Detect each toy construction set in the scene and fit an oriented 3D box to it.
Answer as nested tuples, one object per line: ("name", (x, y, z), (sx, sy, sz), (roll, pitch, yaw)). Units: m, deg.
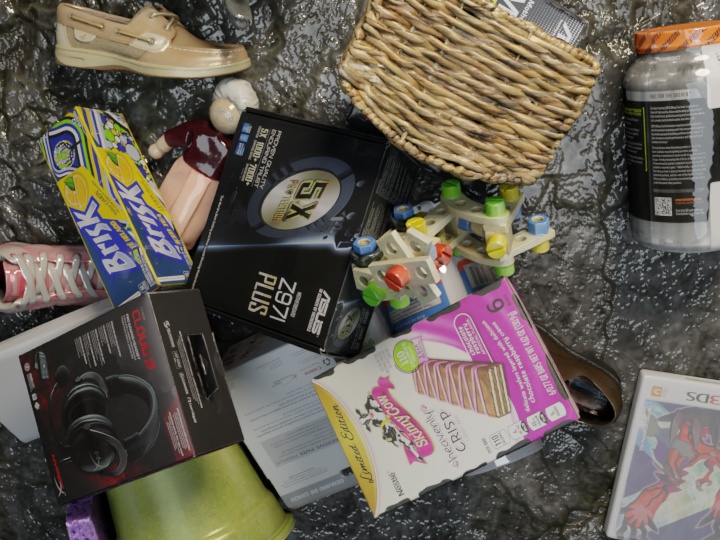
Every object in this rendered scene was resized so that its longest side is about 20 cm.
("toy construction set", (0.067, -0.016, 0.765), (0.130, 0.199, 0.093), (14, 115, 35))

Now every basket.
("basket", (0.084, -0.164, 0.781), (0.199, 0.149, 0.144), (27, 103, -6))

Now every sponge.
("sponge", (-0.286, 0.267, 0.955), (0.030, 0.200, 0.113), (-11, 107, -12))

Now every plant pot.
("plant pot", (-0.196, 0.225, 0.954), (0.199, 0.200, 0.186), (-22, 92, 10))

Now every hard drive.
("hard drive", (-0.321, 0.112, 0.977), (0.198, 0.027, 0.132), (-22, 129, 9))

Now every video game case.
("video game case", (0.379, 0.217, 0.983), (0.180, 0.023, 0.202), (8, 107, 2))

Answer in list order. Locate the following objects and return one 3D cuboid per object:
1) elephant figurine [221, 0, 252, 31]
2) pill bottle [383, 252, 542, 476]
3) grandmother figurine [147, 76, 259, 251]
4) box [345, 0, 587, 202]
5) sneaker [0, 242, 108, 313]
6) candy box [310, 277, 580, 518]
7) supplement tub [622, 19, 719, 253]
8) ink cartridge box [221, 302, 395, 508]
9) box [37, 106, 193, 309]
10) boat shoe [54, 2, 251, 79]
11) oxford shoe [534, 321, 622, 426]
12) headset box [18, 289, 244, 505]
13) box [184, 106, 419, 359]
("elephant figurine", (-0.067, -0.349, 0.806), (0.199, 0.142, 0.156), (-26, 133, -5))
("pill bottle", (0.103, 0.091, 0.873), (0.111, 0.112, 0.202), (-21, 81, 10))
("grandmother figurine", (-0.159, -0.104, 0.913), (0.120, 0.061, 0.201), (26, 109, -13))
("box", (0.100, -0.194, 0.874), (0.159, 0.044, 0.201), (29, 106, -4))
("sneaker", (-0.312, 0.009, 0.931), (0.198, 0.105, 0.076), (2, 101, 3))
("candy box", (0.074, 0.112, 0.790), (0.199, 0.061, 0.137), (-29, 80, 11))
("supplement tub", (0.311, -0.127, 0.837), (0.121, 0.123, 0.202), (-7, 106, 6))
("ink cartridge box", (-0.030, 0.134, 0.945), (0.199, 0.084, 0.177), (-24, 106, 18))
("box", (-0.239, -0.059, 0.883), (0.064, 0.070, 0.201), (-33, 78, 25))
("boat shoe", (-0.205, -0.226, 0.873), (0.198, 0.071, 0.065), (6, 107, 4))
("oxford shoe", (0.184, 0.103, 0.932), (0.198, 0.084, 0.073), (21, 111, 4))
("headset box", (-0.207, 0.114, 0.823), (0.199, 0.077, 0.150), (-23, 80, 29))
("box", (-0.057, -0.035, 0.850), (0.163, 0.086, 0.202), (18, 88, 25))
